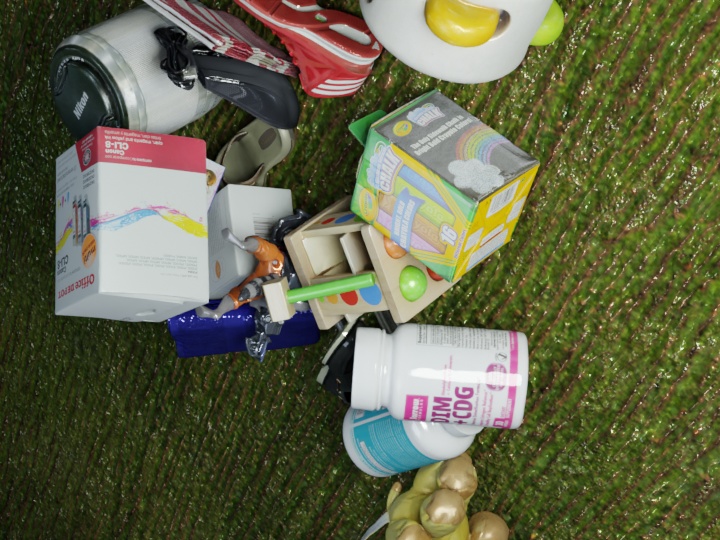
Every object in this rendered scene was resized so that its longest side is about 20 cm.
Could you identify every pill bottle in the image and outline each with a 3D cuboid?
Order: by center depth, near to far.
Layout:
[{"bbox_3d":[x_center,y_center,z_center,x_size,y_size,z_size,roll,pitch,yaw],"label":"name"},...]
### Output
[{"bbox_3d":[0.091,0.121,1.653,0.198,0.114,0.114,4,127,1],"label":"pill bottle"},{"bbox_3d":[0.073,0.192,1.794,0.200,0.111,0.111,-25,97,51],"label":"pill bottle"}]

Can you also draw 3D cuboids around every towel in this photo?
[{"bbox_3d":[-0.166,-0.284,1.665,0.144,0.200,0.023,36,103,21],"label":"towel"},{"bbox_3d":[-0.152,0.068,1.870,0.148,0.198,0.050,97,167,-71],"label":"towel"}]

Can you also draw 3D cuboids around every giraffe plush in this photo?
[{"bbox_3d":[0.120,0.345,1.836,0.162,0.173,0.200,37,131,-11],"label":"giraffe plush"}]

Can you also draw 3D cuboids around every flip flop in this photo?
[{"bbox_3d":[-0.150,-0.139,1.837,0.081,0.057,0.200,55,142,2],"label":"flip flop"}]

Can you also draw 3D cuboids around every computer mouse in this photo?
[{"bbox_3d":[-0.147,-0.234,1.703,0.053,0.199,0.139,-53,33,21],"label":"computer mouse"}]

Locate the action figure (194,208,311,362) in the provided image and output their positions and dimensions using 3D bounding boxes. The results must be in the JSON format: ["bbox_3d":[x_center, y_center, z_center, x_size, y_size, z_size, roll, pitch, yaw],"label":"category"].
[{"bbox_3d":[-0.103,0.032,1.730,0.104,0.193,0.201,28,111,44],"label":"action figure"}]

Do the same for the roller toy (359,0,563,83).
[{"bbox_3d":[0.098,-0.288,1.377,0.183,0.199,0.140,47,140,20],"label":"roller toy"}]

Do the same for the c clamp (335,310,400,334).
[{"bbox_3d":[-0.008,0.077,1.864,0.170,0.027,0.201,-7,110,48],"label":"c clamp"}]

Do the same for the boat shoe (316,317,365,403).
[{"bbox_3d":[-0.011,0.113,1.794,0.063,0.074,0.202,36,159,9],"label":"boat shoe"}]

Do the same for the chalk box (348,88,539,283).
[{"bbox_3d":[0.074,-0.107,1.578,0.200,0.124,0.124,38,137,23],"label":"chalk box"}]

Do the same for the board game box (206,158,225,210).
[{"bbox_3d":[-0.264,-0.055,1.883,0.041,0.201,0.199,24,176,-26],"label":"board game box"}]

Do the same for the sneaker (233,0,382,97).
[{"bbox_3d":[-0.080,-0.264,1.641,0.199,0.078,0.116,32,140,5],"label":"sneaker"}]

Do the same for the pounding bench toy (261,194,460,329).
[{"bbox_3d":[0.000,0.000,1.660,0.155,0.200,0.125,-6,112,43],"label":"pounding bench toy"}]

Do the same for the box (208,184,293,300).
[{"bbox_3d":[-0.174,-0.019,1.879,0.200,0.097,0.125,-29,64,51],"label":"box"}]

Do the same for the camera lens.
[{"bbox_3d":[-0.276,-0.244,1.783,0.159,0.200,0.161,26,132,32],"label":"camera lens"}]

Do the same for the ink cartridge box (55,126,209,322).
[{"bbox_3d":[-0.274,-0.049,1.693,0.145,0.144,0.202,-21,68,55],"label":"ink cartridge box"}]
